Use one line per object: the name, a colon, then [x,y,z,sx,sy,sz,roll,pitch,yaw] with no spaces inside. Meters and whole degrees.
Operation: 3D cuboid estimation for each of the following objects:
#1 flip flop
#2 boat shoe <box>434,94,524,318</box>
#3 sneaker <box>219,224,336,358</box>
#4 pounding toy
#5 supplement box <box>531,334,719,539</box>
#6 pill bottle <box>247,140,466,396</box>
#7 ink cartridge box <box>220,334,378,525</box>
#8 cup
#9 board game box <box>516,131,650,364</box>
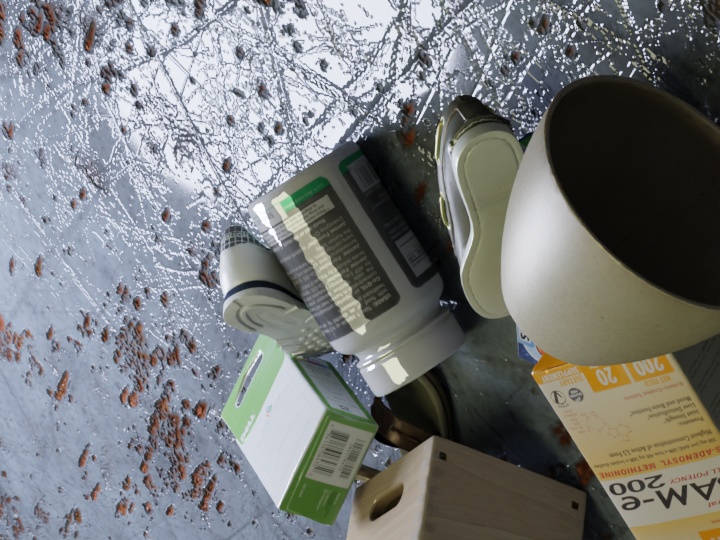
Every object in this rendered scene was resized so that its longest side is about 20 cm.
flip flop: [0.042,0.151,1.797,0.081,0.057,0.201,14,129,45]
boat shoe: [0.098,-0.047,1.506,0.202,0.072,0.060,78,169,-45]
sneaker: [-0.059,0.022,1.755,0.076,0.200,0.081,-24,62,18]
pounding toy: [0.070,0.224,1.736,0.183,0.143,0.200,22,149,-19]
supplement box: [0.239,0.123,1.488,0.126,0.074,0.200,-20,111,41]
pill bottle: [0.000,0.000,1.678,0.200,0.113,0.113,58,145,-3]
ink cartridge box: [-0.058,0.139,1.799,0.104,0.059,0.200,-65,26,11]
cup: [0.177,-0.015,1.363,0.200,0.200,0.143,48,133,10]
board game box: [0.180,0.002,1.535,0.135,0.034,0.201,22,133,38]
